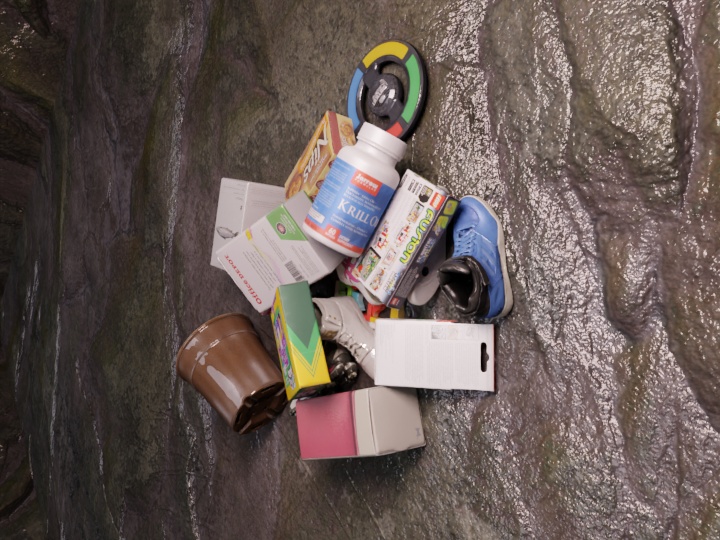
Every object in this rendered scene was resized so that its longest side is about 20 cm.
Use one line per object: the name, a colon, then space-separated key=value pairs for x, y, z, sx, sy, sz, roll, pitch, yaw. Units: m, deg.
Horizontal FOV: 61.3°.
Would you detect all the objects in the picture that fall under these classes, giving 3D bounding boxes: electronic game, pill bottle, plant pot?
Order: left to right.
plant pot: x=-0.265 y=0.231 z=1.325 sx=0.198 sy=0.199 sz=0.201 roll=42 pitch=117 yaw=31
pill bottle: x=-0.005 y=-0.133 z=0.994 sx=0.112 sy=0.112 sz=0.201 roll=36 pitch=102 yaw=42
electronic game: x=0.044 y=-0.324 z=1.122 sx=0.199 sy=0.041 sz=0.202 roll=-4 pitch=85 yaw=46

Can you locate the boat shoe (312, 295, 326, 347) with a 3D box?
boat shoe: x=-0.110 y=0.148 z=1.238 sx=0.071 sy=0.075 sz=0.202 roll=6 pitch=94 yaw=44

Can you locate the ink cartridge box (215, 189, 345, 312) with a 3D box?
ink cartridge box: x=-0.147 y=-0.031 z=1.118 sx=0.199 sy=0.084 sz=0.145 roll=-29 pitch=101 yaw=35

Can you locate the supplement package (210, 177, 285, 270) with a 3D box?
supplement package: x=-0.248 y=-0.097 z=1.365 sx=0.116 sy=0.117 sz=0.202 roll=15 pitch=99 yaw=45

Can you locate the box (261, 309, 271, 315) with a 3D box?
box: x=-0.155 y=-0.013 z=1.264 sx=0.100 sy=0.095 sz=0.201 roll=54 pitch=132 yaw=33

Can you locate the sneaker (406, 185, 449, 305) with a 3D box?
sneaker: x=0.088 y=-0.045 z=1.044 sx=0.111 sy=0.073 sz=0.202 roll=9 pitch=86 yaw=48

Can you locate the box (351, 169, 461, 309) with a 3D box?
box: x=0.069 y=-0.050 z=0.985 sx=0.110 sy=0.035 sz=0.201 roll=41 pitch=107 yaw=43

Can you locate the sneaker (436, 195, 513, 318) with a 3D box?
sneaker: x=0.164 y=-0.026 z=0.927 sx=0.076 sy=0.111 sz=0.202 roll=-21 pitch=72 yaw=44

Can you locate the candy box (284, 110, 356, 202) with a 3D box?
candy box: x=-0.077 y=-0.179 z=1.126 sx=0.200 sy=0.055 sz=0.116 roll=-50 pitch=38 yaw=41

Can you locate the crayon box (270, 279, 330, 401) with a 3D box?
crayon box: x=-0.110 y=0.130 z=1.073 sx=0.200 sy=0.058 sz=0.174 roll=124 pitch=133 yaw=-70

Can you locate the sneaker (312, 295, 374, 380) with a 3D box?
sneaker: x=-0.026 y=0.126 z=1.089 sx=0.200 sy=0.115 sz=0.074 roll=52 pitch=121 yaw=33

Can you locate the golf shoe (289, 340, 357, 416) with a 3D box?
golf shoe: x=-0.080 y=0.216 z=1.202 sx=0.200 sy=0.077 sz=0.088 roll=-48 pitch=53 yaw=31

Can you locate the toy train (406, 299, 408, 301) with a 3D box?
toy train: x=0.063 y=-0.037 z=1.095 sx=0.046 sy=0.034 sz=0.201 roll=-32 pitch=64 yaw=27

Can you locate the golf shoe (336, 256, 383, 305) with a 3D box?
golf shoe: x=0.000 y=0.000 z=1.132 sx=0.092 sy=0.072 sz=0.201 roll=-62 pitch=37 yaw=33

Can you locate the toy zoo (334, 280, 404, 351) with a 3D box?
toy zoo: x=0.019 y=0.096 z=1.141 sx=0.199 sy=0.020 sz=0.133 roll=8 pitch=94 yaw=46

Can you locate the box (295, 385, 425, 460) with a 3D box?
box: x=-0.004 y=0.269 z=1.078 sx=0.199 sy=0.127 sz=0.110 roll=-21 pitch=72 yaw=43

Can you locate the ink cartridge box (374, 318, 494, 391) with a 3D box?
ink cartridge box: x=0.122 y=0.136 z=0.994 sx=0.198 sy=0.050 sz=0.110 roll=0 pitch=87 yaw=22
